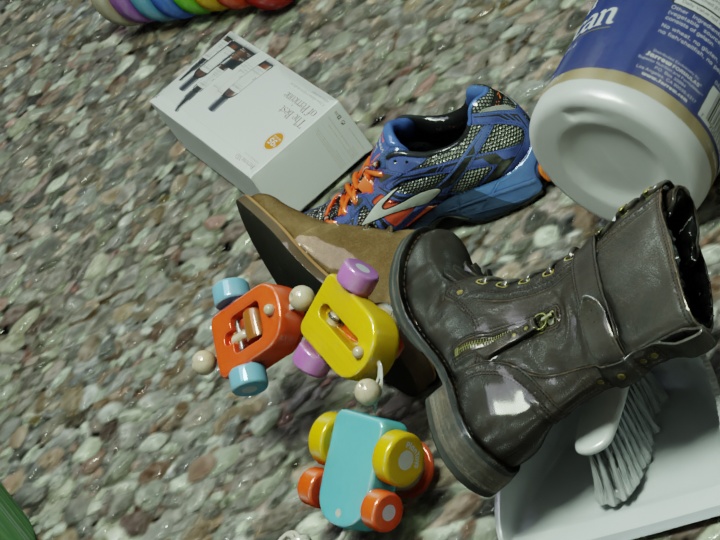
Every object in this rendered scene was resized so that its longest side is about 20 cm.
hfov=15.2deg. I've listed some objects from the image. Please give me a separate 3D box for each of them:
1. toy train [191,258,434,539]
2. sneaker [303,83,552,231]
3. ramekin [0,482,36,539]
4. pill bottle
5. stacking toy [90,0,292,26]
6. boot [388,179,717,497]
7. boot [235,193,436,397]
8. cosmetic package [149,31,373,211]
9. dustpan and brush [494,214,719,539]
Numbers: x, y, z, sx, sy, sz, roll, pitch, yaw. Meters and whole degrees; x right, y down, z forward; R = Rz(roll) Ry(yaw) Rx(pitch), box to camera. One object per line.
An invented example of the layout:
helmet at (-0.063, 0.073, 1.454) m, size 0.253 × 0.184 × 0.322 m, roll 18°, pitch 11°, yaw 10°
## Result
toy train at (-0.020, 0.079, 1.531) m, size 0.150 × 0.055 × 0.201 m, roll -39°, pitch 54°, yaw 36°
sneaker at (0.024, -0.058, 1.677) m, size 0.199 × 0.079 × 0.076 m, roll -28°, pitch 31°, yaw 17°
ramekin at (-0.296, 0.189, 1.670) m, size 0.199 × 0.098 × 0.201 m, roll -27°, pitch 32°, yaw 19°
pill bottle at (0.186, -0.132, 1.570) m, size 0.111 × 0.111 × 0.201 m, roll -5°, pitch 44°, yaw 44°
stacking toy at (-0.123, -0.228, 2.075) m, size 0.199 × 0.086 × 0.086 m, roll 8°, pitch 53°, yaw 45°
boot at (0.107, 0.011, 1.412) m, size 0.174 × 0.069 × 0.201 m, roll -40°, pitch 40°, yaw 23°
boot at (0.000, 0.000, 1.623) m, size 0.075 × 0.074 × 0.200 m, roll -39°, pitch 47°, yaw -15°
cosmetic package at (-0.073, -0.102, 1.871) m, size 0.082 × 0.051 × 0.200 m, roll -43°, pitch 30°, yaw -6°
dustpan and brush at (0.137, 0.051, 1.425) m, size 0.139 × 0.057 × 0.201 m, roll -19°, pitch 35°, yaw 31°
